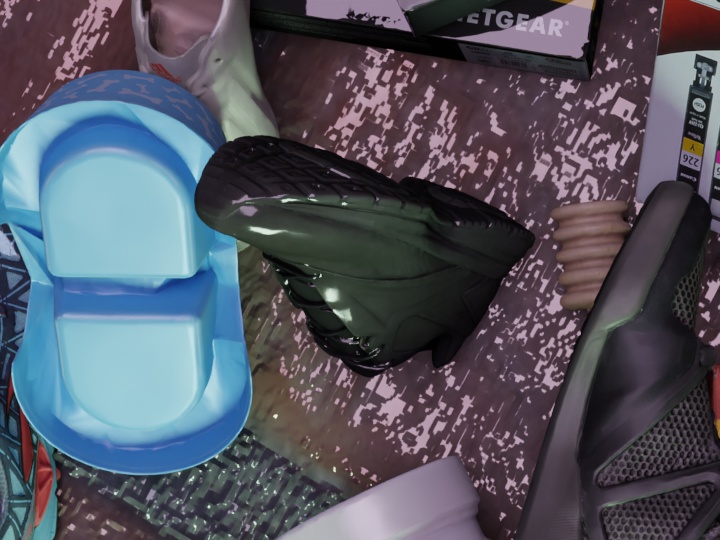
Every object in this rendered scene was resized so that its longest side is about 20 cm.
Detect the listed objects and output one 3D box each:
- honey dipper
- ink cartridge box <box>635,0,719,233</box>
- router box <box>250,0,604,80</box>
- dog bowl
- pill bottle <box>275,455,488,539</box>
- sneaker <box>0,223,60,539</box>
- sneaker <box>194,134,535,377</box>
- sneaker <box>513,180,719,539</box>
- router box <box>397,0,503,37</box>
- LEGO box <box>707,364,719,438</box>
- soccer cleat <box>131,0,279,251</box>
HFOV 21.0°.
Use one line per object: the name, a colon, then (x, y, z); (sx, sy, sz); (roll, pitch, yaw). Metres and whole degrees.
honey dipper: (0.118, 0.069, 0.892); (0.038, 0.038, 0.202); (-8, 85, 9)
ink cartridge box: (0.222, -0.046, 0.795); (0.199, 0.084, 0.177); (24, 131, 28)
router box: (0.026, -0.186, 0.923); (0.198, 0.052, 0.159); (9, 86, 10)
dog bowl: (-0.104, 0.000, 0.876); (0.110, 0.050, 0.201); (1, 125, 3)
pill bottle: (0.042, 0.192, 0.850); (0.115, 0.116, 0.201); (-25, 81, 6)
sneaker: (-0.181, 0.057, 0.911); (0.079, 0.096, 0.202); (-6, 83, 8)
sneaker: (0.000, 0.000, 0.845); (0.076, 0.199, 0.091); (31, 100, 41)
sneaker: (0.133, 0.068, 0.796); (0.113, 0.076, 0.201); (16, 80, 5)
router box: (0.086, -0.212, 0.861); (0.199, 0.051, 0.150); (-22, 81, 4)
LEGO box: (0.226, 0.143, 0.844); (0.147, 0.077, 0.202); (-1, 84, 9)
soccer cleat: (-0.075, -0.091, 0.883); (0.069, 0.078, 0.202); (7, 120, 12)
